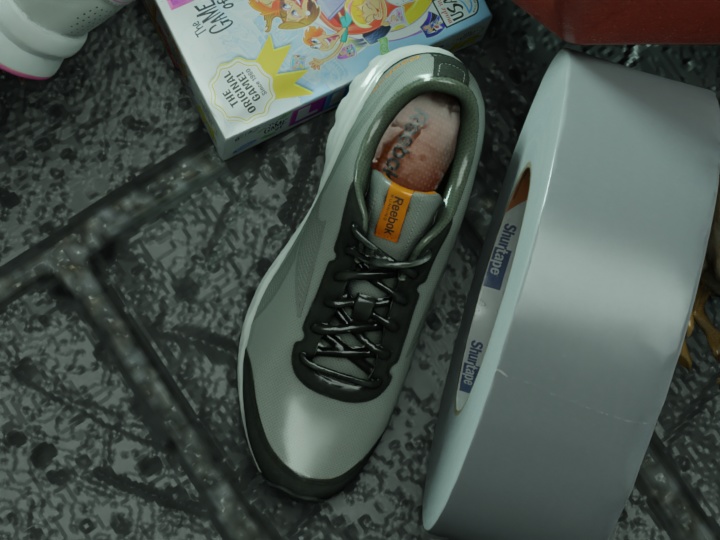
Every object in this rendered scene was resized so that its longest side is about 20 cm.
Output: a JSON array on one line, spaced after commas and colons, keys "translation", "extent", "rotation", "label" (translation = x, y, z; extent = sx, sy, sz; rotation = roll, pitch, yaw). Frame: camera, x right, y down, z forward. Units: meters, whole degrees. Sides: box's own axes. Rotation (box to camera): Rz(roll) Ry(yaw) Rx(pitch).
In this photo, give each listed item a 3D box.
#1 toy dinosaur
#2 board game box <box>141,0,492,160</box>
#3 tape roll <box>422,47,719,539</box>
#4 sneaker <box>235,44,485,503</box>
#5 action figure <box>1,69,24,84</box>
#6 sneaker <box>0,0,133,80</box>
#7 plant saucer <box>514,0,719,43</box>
[{"translation": [0.147, -0.012, 1.031], "extent": [0.060, 0.200, 0.107], "rotation": [6, 66, 13], "label": "toy dinosaur"}, {"translation": [-0.046, -0.167, 1.122], "extent": [0.134, 0.034, 0.201], "rotation": [-26, 81, -11], "label": "board game box"}, {"translation": [0.083, 0.016, 1.007], "extent": [0.066, 0.200, 0.202], "rotation": [16, 75, -3], "label": "tape roll"}, {"translation": [0.000, 0.000, 1.056], "extent": [0.073, 0.079, 0.202], "rotation": [18, 90, -8], "label": "sneaker"}, {"translation": [-0.115, -0.154, 1.061], "extent": [0.099, 0.065, 0.200], "rotation": [47, 110, 25], "label": "action figure"}, {"translation": [-0.122, -0.182, 0.992], "extent": [0.088, 0.081, 0.202], "rotation": [-19, 83, 26], "label": "sneaker"}, {"translation": [0.118, -0.138, 1.047], "extent": [0.198, 0.200, 0.037], "rotation": [-3, 116, -27], "label": "plant saucer"}]
